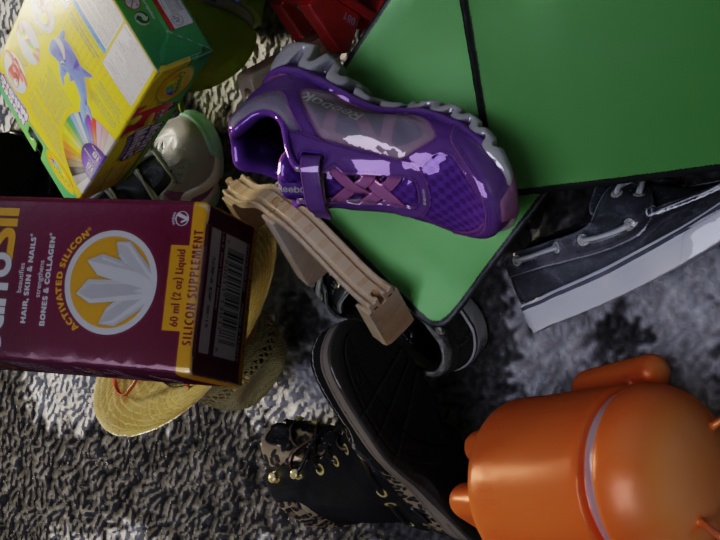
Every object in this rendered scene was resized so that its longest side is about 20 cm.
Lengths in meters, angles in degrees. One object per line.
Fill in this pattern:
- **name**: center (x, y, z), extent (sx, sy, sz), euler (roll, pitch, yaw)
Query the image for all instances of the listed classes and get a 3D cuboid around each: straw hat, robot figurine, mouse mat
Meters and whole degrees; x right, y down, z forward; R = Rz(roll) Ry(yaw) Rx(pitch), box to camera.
- **straw hat**: center (-0.104, 0.059, 1.036), extent (0.200, 0.203, 0.085), euler (-27, 129, 36)
- **robot figurine**: center (-0.118, -0.215, 0.948), extent (0.114, 0.175, 0.203), euler (6, 82, 14)
- **mouse mat**: center (0.049, -0.087, 0.847), extent (0.161, 0.008, 0.201), euler (45, 115, 19)
- **robot figurine**: center (0.146, 0.133, 0.856), extent (0.199, 0.143, 0.118), euler (-15, 99, 48)
- **mouse mat**: center (0.158, -0.126, 0.757), extent (0.197, 0.008, 0.163), euler (-6, 113, 13)

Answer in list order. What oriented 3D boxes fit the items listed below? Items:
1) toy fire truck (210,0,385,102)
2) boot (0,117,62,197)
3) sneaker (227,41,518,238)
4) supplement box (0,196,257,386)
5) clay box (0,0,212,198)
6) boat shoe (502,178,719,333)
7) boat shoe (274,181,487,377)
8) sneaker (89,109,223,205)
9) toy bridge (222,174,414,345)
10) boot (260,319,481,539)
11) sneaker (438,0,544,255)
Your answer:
- **toy fire truck**: center (-0.040, -0.145, 0.912), extent (0.048, 0.199, 0.143), euler (13, 80, 50)
- **boot**: center (-0.275, -0.098, 1.074), extent (0.073, 0.162, 0.201), euler (26, 115, 25)
- **sneaker**: center (-0.001, -0.061, 0.807), extent (0.199, 0.088, 0.081), euler (27, 138, 31)
- **supplement box**: center (-0.178, 0.013, 0.924), extent (0.197, 0.086, 0.112), euler (2, 81, 19)
- **clay box**: center (-0.173, -0.131, 0.893), extent (0.116, 0.047, 0.200), euler (58, 146, 6)
- **boat shoe**: center (0.169, -0.028, 0.848), extent (0.199, 0.071, 0.068), euler (-30, 85, 43)
- **boat shoe**: center (0.000, 0.000, 0.969), extent (0.199, 0.063, 0.071), euler (38, 120, 22)
- **sneaker**: center (-0.193, -0.035, 1.046), extent (0.078, 0.139, 0.201), euler (47, 123, 16)
- **toy bridge**: center (-0.041, -0.022, 0.913), extent (0.200, 0.027, 0.068), euler (38, 163, 47)
- **boot**: center (-0.011, 0.119, 0.964), extent (0.149, 0.074, 0.200), euler (-9, 134, 40)
- **sneaker**: center (0.067, -0.111, 0.897), extent (0.088, 0.076, 0.203), euler (-1, 88, 64)
